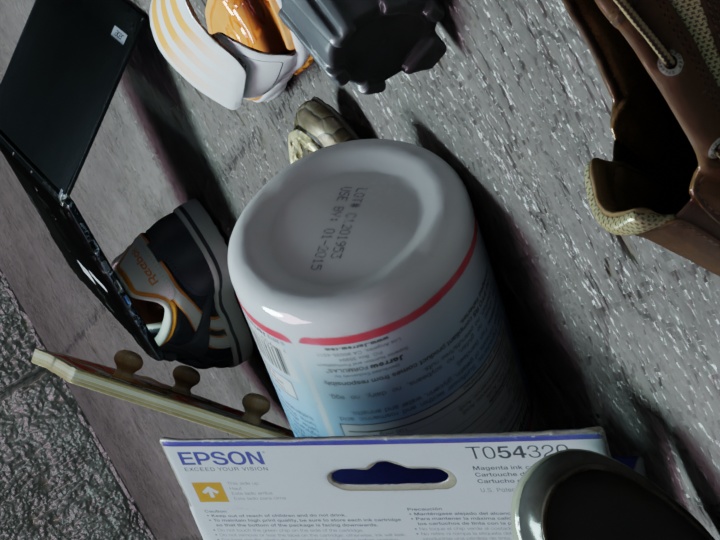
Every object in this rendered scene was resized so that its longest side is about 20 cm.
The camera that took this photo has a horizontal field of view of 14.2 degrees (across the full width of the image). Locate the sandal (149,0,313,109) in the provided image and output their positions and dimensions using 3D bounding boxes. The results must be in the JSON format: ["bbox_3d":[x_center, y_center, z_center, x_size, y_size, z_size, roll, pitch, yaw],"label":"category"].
[{"bbox_3d":[-0.067,-0.110,1.384,0.079,0.059,0.207,58,169,8],"label":"sandal"}]

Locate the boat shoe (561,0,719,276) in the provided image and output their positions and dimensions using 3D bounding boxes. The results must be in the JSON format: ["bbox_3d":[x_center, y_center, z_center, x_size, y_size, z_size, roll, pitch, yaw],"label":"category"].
[{"bbox_3d":[0.096,-0.032,0.811,0.075,0.075,0.203,39,157,61],"label":"boat shoe"}]

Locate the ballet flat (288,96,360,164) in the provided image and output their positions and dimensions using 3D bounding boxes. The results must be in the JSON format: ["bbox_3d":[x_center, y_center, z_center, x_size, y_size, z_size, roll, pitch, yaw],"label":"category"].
[{"bbox_3d":[0.000,0.000,1.402,0.067,0.046,0.201,48,164,45],"label":"ballet flat"}]

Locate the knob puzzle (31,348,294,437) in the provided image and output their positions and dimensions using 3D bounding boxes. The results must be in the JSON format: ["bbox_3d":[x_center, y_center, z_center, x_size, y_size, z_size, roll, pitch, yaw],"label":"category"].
[{"bbox_3d":[-0.129,0.079,1.979,0.218,0.031,0.220,18,179,0],"label":"knob puzzle"}]

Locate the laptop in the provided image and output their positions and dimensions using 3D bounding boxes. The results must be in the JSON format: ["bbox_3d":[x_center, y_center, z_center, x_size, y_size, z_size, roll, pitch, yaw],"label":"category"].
[{"bbox_3d":[-0.160,-0.074,1.819,0.201,0.103,0.177,61,170,-28],"label":"laptop"}]

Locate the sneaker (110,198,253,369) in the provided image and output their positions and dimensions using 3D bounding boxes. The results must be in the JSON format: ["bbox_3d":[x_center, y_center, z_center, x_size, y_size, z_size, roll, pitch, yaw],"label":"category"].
[{"bbox_3d":[-0.126,0.021,1.948,0.079,0.079,0.200,53,169,23],"label":"sneaker"}]

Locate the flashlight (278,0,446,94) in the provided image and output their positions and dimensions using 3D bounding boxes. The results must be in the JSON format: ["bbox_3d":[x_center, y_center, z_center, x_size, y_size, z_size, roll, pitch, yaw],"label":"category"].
[{"bbox_3d":[-0.044,-0.157,1.146,0.200,0.067,0.068,55,165,30],"label":"flashlight"}]

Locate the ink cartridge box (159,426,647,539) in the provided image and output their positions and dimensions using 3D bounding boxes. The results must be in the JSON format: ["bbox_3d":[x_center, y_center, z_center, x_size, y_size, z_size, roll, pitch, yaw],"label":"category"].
[{"bbox_3d":[0.034,0.123,1.248,0.043,0.195,0.201,-74,-25,-43],"label":"ink cartridge box"}]

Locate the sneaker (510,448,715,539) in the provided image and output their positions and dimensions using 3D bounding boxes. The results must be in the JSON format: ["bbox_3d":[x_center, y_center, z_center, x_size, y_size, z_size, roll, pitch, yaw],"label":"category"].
[{"bbox_3d":[0.142,0.143,1.098,0.200,0.075,0.106,49,164,2],"label":"sneaker"}]

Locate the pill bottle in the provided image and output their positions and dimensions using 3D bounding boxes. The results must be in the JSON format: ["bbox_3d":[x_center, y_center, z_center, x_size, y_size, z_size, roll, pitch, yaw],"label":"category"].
[{"bbox_3d":[0.018,0.047,1.282,0.109,0.108,0.201,49,165,44],"label":"pill bottle"}]
